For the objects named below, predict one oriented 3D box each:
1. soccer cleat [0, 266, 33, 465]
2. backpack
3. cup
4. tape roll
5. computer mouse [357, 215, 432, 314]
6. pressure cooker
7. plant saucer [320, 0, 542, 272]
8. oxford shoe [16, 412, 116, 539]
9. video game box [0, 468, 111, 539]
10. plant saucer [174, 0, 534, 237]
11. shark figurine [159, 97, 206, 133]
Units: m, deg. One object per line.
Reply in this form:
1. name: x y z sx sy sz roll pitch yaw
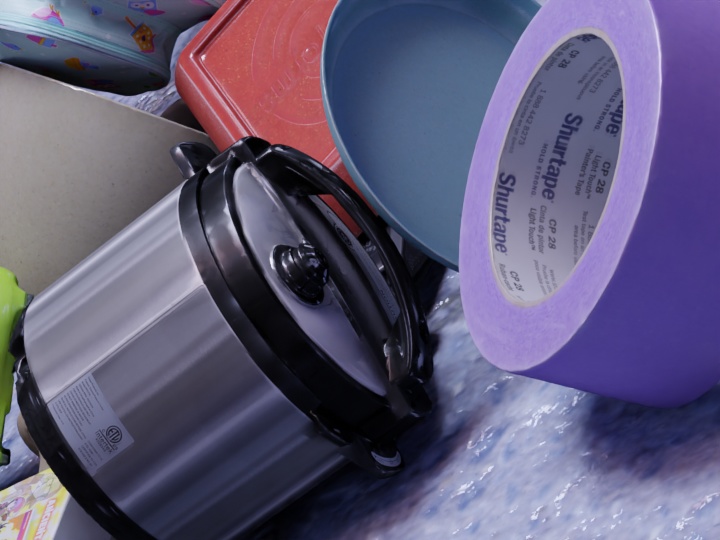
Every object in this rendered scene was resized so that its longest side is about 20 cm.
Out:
1. soccer cleat: -0.251 0.092 1.800 0.068 0.081 0.201 113 165 -73
2. backpack: -0.168 -0.196 1.847 0.200 0.175 0.154 -20 57 60
3. cup: -0.163 -0.033 1.887 0.200 0.200 0.144 19 89 65
4. tape roll: 0.128 -0.040 1.419 0.200 0.085 0.201 134 143 -51
5. computer mouse: 0.000 0.000 1.727 0.138 0.053 0.201 -22 39 31
6. pressure cooker: -0.062 0.040 1.560 0.200 0.176 0.179 -37 30 19
7. plant saucer: 0.059 -0.076 1.592 0.027 0.200 0.200 -40 14 47
8. oxford shoe: -0.171 0.118 1.730 0.075 0.070 0.200 -48 22 -9
9. video game box: -0.228 0.201 1.577 0.182 0.047 0.200 -27 25 26
10. plant saucer: -0.015 -0.130 1.731 0.200 0.037 0.200 -47 49 12
11. shark figurine: -0.052 -0.160 1.941 0.090 0.128 0.215 -77 4 -62
